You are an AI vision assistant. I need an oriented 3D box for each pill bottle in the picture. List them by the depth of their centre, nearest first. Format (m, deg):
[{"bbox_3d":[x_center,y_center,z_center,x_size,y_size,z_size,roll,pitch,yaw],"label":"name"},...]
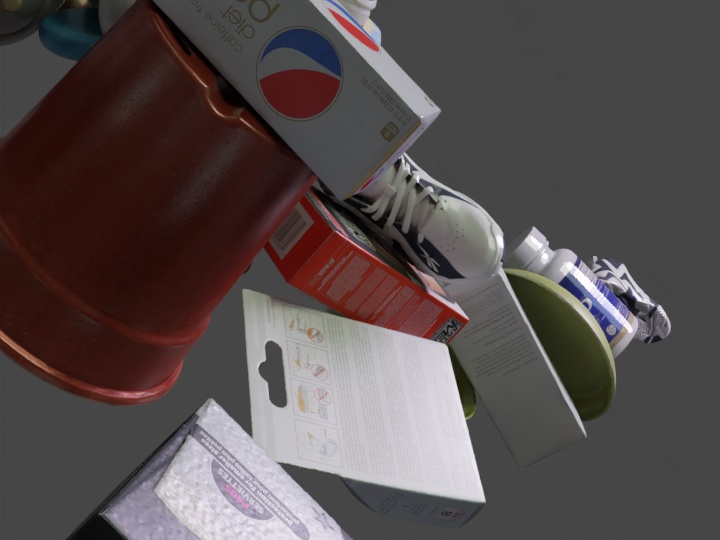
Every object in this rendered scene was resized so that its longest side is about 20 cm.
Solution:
[{"bbox_3d":[0.278,0.041,1.457,0.200,0.120,0.120,45,19,-2],"label":"pill bottle"}]

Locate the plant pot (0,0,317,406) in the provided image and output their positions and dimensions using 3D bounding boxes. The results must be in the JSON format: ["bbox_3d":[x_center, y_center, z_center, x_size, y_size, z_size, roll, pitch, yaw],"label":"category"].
[{"bbox_3d":[-0.132,-0.054,0.658,0.200,0.195,0.201,40,20,-18],"label":"plant pot"}]

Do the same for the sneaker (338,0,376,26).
[{"bbox_3d":[-0.043,-0.310,0.934,0.199,0.086,0.081,26,25,-43],"label":"sneaker"}]

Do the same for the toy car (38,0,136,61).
[{"bbox_3d":[-0.154,-0.153,0.790,0.200,0.150,0.175,44,6,-34],"label":"toy car"}]

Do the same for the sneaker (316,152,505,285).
[{"bbox_3d":[0.026,-0.064,0.880,0.199,0.080,0.129,48,13,31],"label":"sneaker"}]

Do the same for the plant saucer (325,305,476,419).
[{"bbox_3d":[0.032,0.072,1.009,0.200,0.031,0.200,40,19,-17],"label":"plant saucer"}]

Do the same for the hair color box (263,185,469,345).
[{"bbox_3d":[0.000,0.000,0.911,0.199,0.061,0.102,33,14,-45],"label":"hair color box"}]

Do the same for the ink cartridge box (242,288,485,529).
[{"bbox_3d":[-0.006,0.109,0.823,0.198,0.057,0.164,13,42,-23],"label":"ink cartridge box"}]

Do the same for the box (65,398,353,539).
[{"bbox_3d":[-0.052,0.181,0.478,0.200,0.115,0.132,46,19,-2],"label":"box"}]

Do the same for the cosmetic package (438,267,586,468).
[{"bbox_3d":[0.144,0.084,1.057,0.201,0.081,0.113,58,10,-18],"label":"cosmetic package"}]

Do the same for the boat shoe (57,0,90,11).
[{"bbox_3d":[-0.262,-0.258,0.990,0.070,0.070,0.200,48,9,-15],"label":"boat shoe"}]

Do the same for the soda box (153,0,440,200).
[{"bbox_3d":[-0.048,-0.137,0.595,0.200,0.068,0.064,47,19,1],"label":"soda box"}]

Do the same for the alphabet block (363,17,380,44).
[{"bbox_3d":[-0.114,-0.209,1.014,0.200,0.196,0.196,40,18,-16],"label":"alphabet block"}]

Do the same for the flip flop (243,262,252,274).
[{"bbox_3d":[-0.146,-0.080,0.884,0.057,0.081,0.201,-21,73,-32],"label":"flip flop"}]

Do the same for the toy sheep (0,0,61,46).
[{"bbox_3d":[-0.284,-0.236,0.794,0.137,0.138,0.200,32,8,-35],"label":"toy sheep"}]

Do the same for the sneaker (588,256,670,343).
[{"bbox_3d":[0.493,0.043,1.950,0.198,0.080,0.130,28,33,-20],"label":"sneaker"}]

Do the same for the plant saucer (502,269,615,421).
[{"bbox_3d":[0.198,0.075,1.138,0.200,0.200,0.031,48,60,4],"label":"plant saucer"}]
